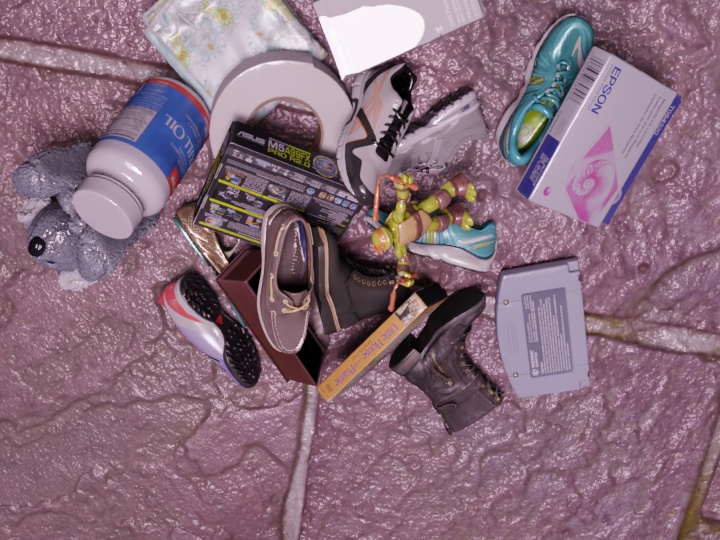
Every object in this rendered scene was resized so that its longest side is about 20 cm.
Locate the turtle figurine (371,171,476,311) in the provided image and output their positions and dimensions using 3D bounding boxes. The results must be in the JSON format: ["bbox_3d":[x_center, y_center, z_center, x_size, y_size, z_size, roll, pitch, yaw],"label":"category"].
[{"bbox_3d":[0.073,-0.055,0.989,0.159,0.064,0.204,-23,126,-23],"label":"turtle figurine"}]

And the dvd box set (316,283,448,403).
[{"bbox_3d":[0.034,0.100,1.083,0.200,0.146,0.029,-45,81,17],"label":"dvd box set"}]

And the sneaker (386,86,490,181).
[{"bbox_3d":[0.086,-0.157,1.024,0.198,0.075,0.083,-32,109,15],"label":"sneaker"}]

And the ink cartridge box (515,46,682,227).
[{"bbox_3d":[0.321,-0.159,0.983,0.196,0.043,0.199,13,113,-33],"label":"ink cartridge box"}]

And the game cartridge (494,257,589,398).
[{"bbox_3d":[0.266,0.087,1.126,0.130,0.042,0.205,-7,110,10],"label":"game cartridge"}]

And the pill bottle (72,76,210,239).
[{"bbox_3d":[-0.278,-0.142,0.968,0.110,0.203,0.113,15,146,11],"label":"pill bottle"}]

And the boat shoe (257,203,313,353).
[{"bbox_3d":[-0.093,0.019,0.989,0.070,0.059,0.205,-7,109,-27],"label":"boat shoe"}]

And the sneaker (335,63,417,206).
[{"bbox_3d":[0.024,-0.179,0.957,0.079,0.205,0.073,-10,153,37],"label":"sneaker"}]

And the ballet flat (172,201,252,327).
[{"bbox_3d":[-0.192,-0.013,1.096,0.065,0.070,0.203,-33,111,-9],"label":"ballet flat"}]

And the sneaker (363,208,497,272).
[{"bbox_3d":[0.099,-0.057,1.072,0.195,0.077,0.082,14,92,-9],"label":"sneaker"}]

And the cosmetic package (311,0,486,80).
[{"bbox_3d":[0.045,-0.330,0.958,0.196,0.091,0.109,-24,109,7],"label":"cosmetic package"}]

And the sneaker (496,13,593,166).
[{"bbox_3d":[0.245,-0.226,0.982,0.076,0.080,0.203,22,109,-6],"label":"sneaker"}]

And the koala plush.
[{"bbox_3d":[-0.391,-0.063,1.054,0.199,0.184,0.179,-33,97,35],"label":"koala plush"}]

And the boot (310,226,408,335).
[{"bbox_3d":[0.000,0.000,1.055,0.135,0.079,0.202,-14,146,-7],"label":"boot"}]

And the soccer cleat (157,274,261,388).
[{"bbox_3d":[-0.224,0.097,1.143,0.072,0.069,0.202,-21,114,35],"label":"soccer cleat"}]

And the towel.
[{"bbox_3d":[-0.167,-0.304,0.997,0.170,0.048,0.201,-38,104,15],"label":"towel"}]

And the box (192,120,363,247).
[{"bbox_3d":[-0.106,-0.095,1.013,0.196,0.045,0.161,18,137,-20],"label":"box"}]

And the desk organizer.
[{"bbox_3d":[-0.113,0.068,1.082,0.076,0.072,0.202,3,132,49],"label":"desk organizer"}]

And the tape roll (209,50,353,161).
[{"bbox_3d":[-0.102,-0.187,1.009,0.197,0.037,0.207,-5,126,-7],"label":"tape roll"}]

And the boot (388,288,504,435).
[{"bbox_3d":[0.156,0.141,1.141,0.174,0.070,0.200,41,112,-16],"label":"boot"}]
